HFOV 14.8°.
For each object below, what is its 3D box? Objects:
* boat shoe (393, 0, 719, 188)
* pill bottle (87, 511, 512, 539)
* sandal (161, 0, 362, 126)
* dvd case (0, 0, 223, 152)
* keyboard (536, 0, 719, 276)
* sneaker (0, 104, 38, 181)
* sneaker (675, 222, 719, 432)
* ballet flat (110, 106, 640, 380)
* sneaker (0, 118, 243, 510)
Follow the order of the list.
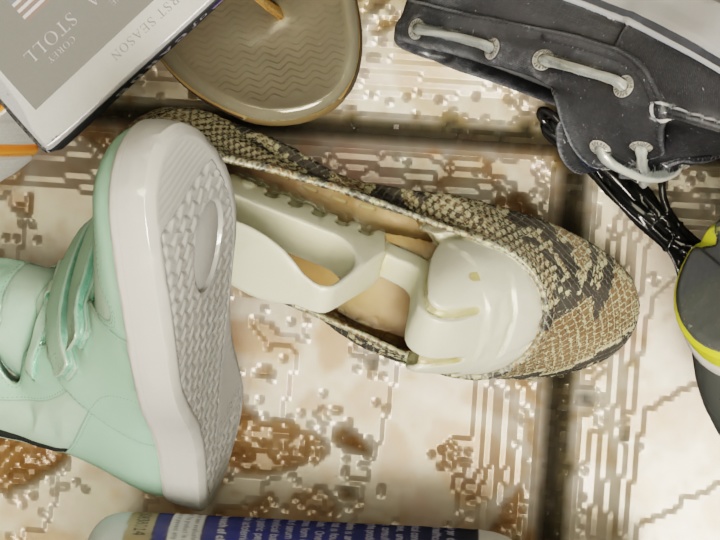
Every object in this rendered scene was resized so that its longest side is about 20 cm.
[{"bbox_3d":[0.092,-0.059,0.912,0.200,0.072,0.068,30,90,31],"label":"boat shoe"},{"bbox_3d":[0.003,0.145,0.961,0.199,0.116,0.116,2,94,2],"label":"pill bottle"},{"bbox_3d":[-0.056,-0.147,0.975,0.080,0.054,0.201,-15,93,4],"label":"sandal"},{"bbox_3d":[-0.113,-0.162,0.904,0.150,0.025,0.200,-42,92,8],"label":"dvd case"},{"bbox_3d":[0.129,-0.060,0.990,0.127,0.021,0.200,-44,90,-1],"label":"keyboard"},{"bbox_3d":[-0.134,-0.127,0.973,0.078,0.077,0.201,4,98,-39],"label":"sneaker"},{"bbox_3d":[0.188,-0.008,0.945,0.199,0.085,0.075,-28,51,-18],"label":"sneaker"},{"bbox_3d":[0.000,0.000,0.971,0.199,0.075,0.068,20,111,1],"label":"ballet flat"},{"bbox_3d":[-0.104,0.012,0.928,0.118,0.201,0.074,14,58,8],"label":"sneaker"}]
